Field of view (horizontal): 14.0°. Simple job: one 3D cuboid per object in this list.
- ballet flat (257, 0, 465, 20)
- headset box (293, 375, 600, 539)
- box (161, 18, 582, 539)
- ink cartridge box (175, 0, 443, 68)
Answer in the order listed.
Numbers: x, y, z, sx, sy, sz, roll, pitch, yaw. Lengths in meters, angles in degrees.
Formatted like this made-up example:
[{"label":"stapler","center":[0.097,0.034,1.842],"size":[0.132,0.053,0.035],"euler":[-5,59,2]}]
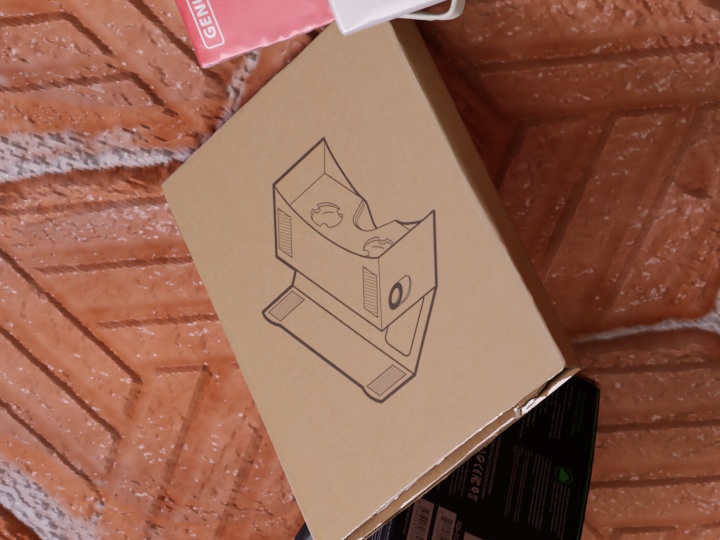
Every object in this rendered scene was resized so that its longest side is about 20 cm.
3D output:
[{"label":"ballet flat","center":[0.042,-0.144,1.230],"size":[0.199,0.076,0.068],"euler":[-12,165,22]},{"label":"headset box","center":[0.023,0.157,1.415],"size":[0.093,0.174,0.200],"euler":[25,129,-9]},{"label":"box","center":[0.000,0.000,1.303],"size":[0.021,0.200,0.163],"euler":[1,146,-47]},{"label":"ink cartridge box","center":[-0.034,-0.192,1.186],"size":[0.176,0.045,0.201],"euler":[-17,102,24]}]
